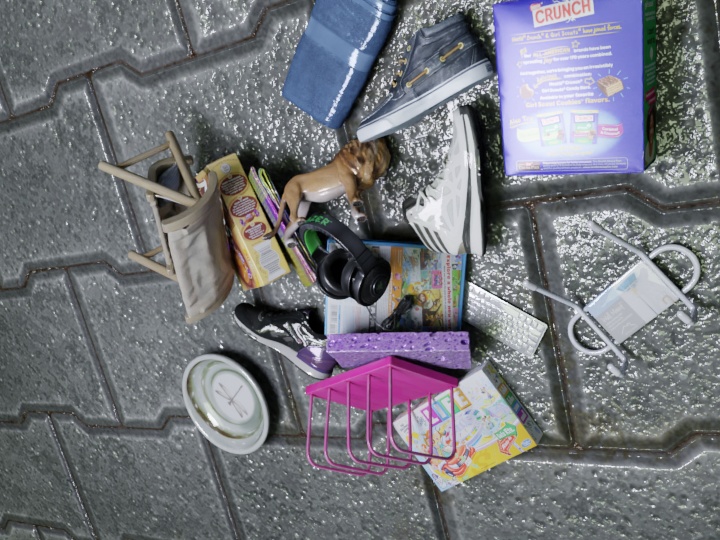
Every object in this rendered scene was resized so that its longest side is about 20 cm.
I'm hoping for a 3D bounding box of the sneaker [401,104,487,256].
[{"bbox_3d":[0.106,-0.113,0.956,0.113,0.076,0.204,-1,112,14],"label":"sneaker"}]

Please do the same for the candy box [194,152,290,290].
[{"bbox_3d":[-0.191,-0.073,1.149,0.116,0.056,0.202,-10,107,64],"label":"candy box"}]

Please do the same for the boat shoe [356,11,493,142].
[{"bbox_3d":[0.068,-0.247,0.942,0.198,0.071,0.092,-26,92,24],"label":"boat shoe"}]

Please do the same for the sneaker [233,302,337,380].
[{"bbox_3d":[-0.114,0.090,1.200,0.198,0.076,0.088,30,107,13],"label":"sneaker"}]

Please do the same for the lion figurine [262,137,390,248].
[{"bbox_3d":[-0.050,-0.117,1.012,0.197,0.073,0.124,-15,60,8],"label":"lion figurine"}]

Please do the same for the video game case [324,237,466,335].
[{"bbox_3d":[0.048,0.030,1.041,0.197,0.018,0.146,4,104,4],"label":"video game case"}]

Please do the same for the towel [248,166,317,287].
[{"bbox_3d":[-0.114,-0.061,1.109,0.202,0.023,0.144,61,169,-3],"label":"towel"}]

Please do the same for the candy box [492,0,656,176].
[{"bbox_3d":[0.250,-0.218,0.841,0.167,0.077,0.203,4,112,31],"label":"candy box"}]

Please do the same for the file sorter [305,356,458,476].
[{"bbox_3d":[0.028,0.225,1.071,0.199,0.138,0.127,-26,53,44],"label":"file sorter"}]

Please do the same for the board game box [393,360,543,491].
[{"bbox_3d":[0.158,0.241,1.108,0.200,0.034,0.135,-40,86,36],"label":"board game box"}]

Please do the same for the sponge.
[{"bbox_3d":[0.057,0.114,1.029,0.197,0.112,0.030,-2,71,9],"label":"sponge"}]

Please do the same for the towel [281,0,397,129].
[{"bbox_3d":[-0.028,-0.302,0.991,0.111,0.048,0.201,39,123,12],"label":"towel"}]

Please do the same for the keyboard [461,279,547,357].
[{"bbox_3d":[0.168,0.052,1.041,0.198,0.011,0.057,30,122,17],"label":"keyboard"}]

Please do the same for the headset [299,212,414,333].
[{"bbox_3d":[0.000,0.000,0.971,0.123,0.094,0.201,10,138,55],"label":"headset"}]

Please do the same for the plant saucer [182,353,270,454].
[{"bbox_3d":[-0.238,0.237,1.335,0.198,0.050,0.203,12,116,26],"label":"plant saucer"}]

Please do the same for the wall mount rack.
[{"bbox_3d":[0.311,0.030,0.905,0.174,0.074,0.200,46,125,7],"label":"wall mount rack"}]

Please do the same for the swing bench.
[{"bbox_3d":[-0.275,-0.066,1.111,0.199,0.129,0.201,39,146,31],"label":"swing bench"}]
